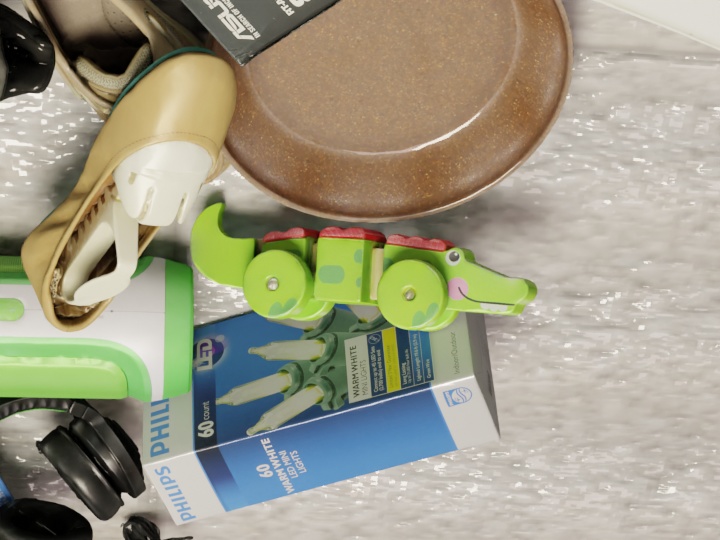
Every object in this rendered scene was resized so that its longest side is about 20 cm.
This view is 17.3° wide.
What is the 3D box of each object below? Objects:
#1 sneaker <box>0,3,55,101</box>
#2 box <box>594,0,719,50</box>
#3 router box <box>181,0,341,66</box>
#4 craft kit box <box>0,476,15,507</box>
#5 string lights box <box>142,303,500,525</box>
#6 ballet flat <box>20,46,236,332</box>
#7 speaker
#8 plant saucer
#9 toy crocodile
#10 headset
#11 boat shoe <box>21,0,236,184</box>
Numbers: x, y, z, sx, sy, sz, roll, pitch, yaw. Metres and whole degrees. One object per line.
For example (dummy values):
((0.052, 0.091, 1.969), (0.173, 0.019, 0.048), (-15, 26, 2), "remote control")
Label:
((-0.218, -0.105, 1.136), (0.090, 0.200, 0.067), (21, 108, 26), "sneaker")
((0.154, -0.231, 1.060), (0.199, 0.200, 0.172), (18, 129, -17), "box")
((-0.059, -0.213, 1.106), (0.149, 0.062, 0.200), (-29, 113, 34), "router box")
((-0.299, 0.181, 1.426), (0.197, 0.048, 0.201), (-36, 138, -15), "craft kit box")
((-0.025, 0.070, 1.377), (0.199, 0.103, 0.059), (-16, 132, 9), "string lights box")
((-0.116, -0.035, 1.236), (0.068, 0.063, 0.200), (6, 144, -30), "ballet flat")
((-0.195, 0.032, 1.344), (0.198, 0.089, 0.089), (1, 132, -6), "speaker")
((0.013, -0.113, 1.258), (0.199, 0.037, 0.201), (-4, 133, -5), "plant saucer")
((0.000, 0.000, 1.319), (0.199, 0.062, 0.067), (5, 179, 17), "toy crocodile")
((-0.182, 0.137, 1.424), (0.200, 0.094, 0.124), (32, 91, -37), "headset")
((-0.125, -0.109, 1.237), (0.072, 0.065, 0.200), (-20, 130, 13), "boat shoe")
